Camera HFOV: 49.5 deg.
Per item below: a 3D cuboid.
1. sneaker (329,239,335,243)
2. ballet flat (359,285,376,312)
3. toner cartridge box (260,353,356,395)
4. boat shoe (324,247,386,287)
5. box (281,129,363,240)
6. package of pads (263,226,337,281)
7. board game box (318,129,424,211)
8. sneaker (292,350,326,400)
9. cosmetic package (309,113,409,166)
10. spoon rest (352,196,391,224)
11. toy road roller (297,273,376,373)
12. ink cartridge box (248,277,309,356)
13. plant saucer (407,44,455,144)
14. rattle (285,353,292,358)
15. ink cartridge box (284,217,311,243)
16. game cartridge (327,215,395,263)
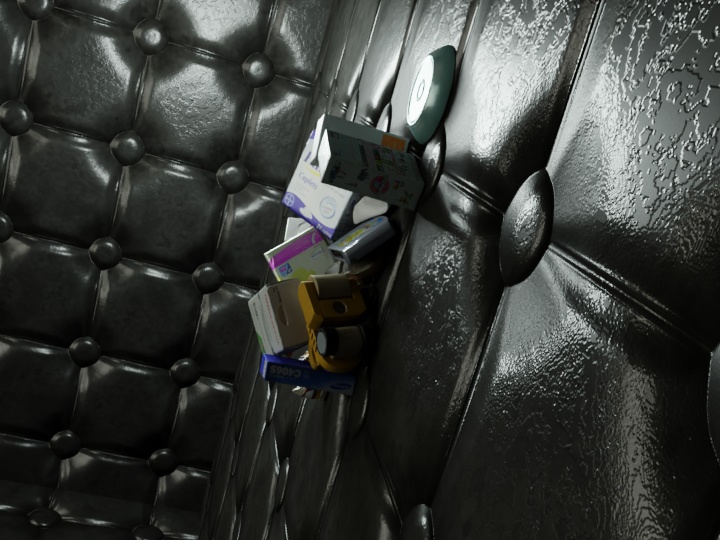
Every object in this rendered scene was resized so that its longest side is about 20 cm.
[{"bbox_3d":[-0.048,-0.078,1.961,0.202,0.079,0.075,-95,23,-53],"label":"sneaker"},{"bbox_3d":[-0.025,0.081,1.744,0.200,0.067,0.069,129,152,-61],"label":"ballet flat"},{"bbox_3d":[-0.115,0.225,1.697,0.095,0.196,0.044,-157,79,-76],"label":"toner cartridge box"},{"bbox_3d":[0.000,0.000,1.729,0.199,0.068,0.073,-20,44,50],"label":"boat shoe"},{"bbox_3d":[-0.064,-0.202,1.857,0.183,0.104,0.203,36,110,28],"label":"box"},{"bbox_3d":[-0.118,0.011,1.863,0.202,0.153,0.068,60,175,19],"label":"package of pads"},{"bbox_3d":[0.019,-0.202,1.554,0.148,0.196,0.065,-99,26,-59],"label":"board game box"},{"bbox_3d":[-0.112,0.214,1.928,0.075,0.088,0.204,143,139,-69],"label":"sneaker"},{"bbox_3d":[-0.002,-0.258,1.693,0.071,0.196,0.104,170,112,-75],"label":"cosmetic package"},{"bbox_3d":[0.034,-0.149,1.730,0.099,0.061,0.200,-45,2,-16],"label":"spoon rest"},{"bbox_3d":[-0.062,0.121,1.641,0.147,0.121,0.203,-59,43,48],"label":"toy road roller"},{"bbox_3d":[-0.179,0.111,1.755,0.200,0.082,0.149,148,106,-68],"label":"ink cartridge box"},{"bbox_3d":[0.135,-0.359,1.577,0.200,0.035,0.204,-166,89,-77],"label":"plant saucer"},{"bbox_3d":[-0.132,0.122,1.934,0.202,0.129,0.143,-61,15,-6],"label":"rattle"},{"bbox_3d":[-0.167,-0.022,2.062,0.118,0.066,0.203,-89,3,-56],"label":"ink cartridge box"},{"bbox_3d":[0.005,-0.068,1.671,0.041,0.132,0.200,61,170,-10],"label":"game cartridge"}]
